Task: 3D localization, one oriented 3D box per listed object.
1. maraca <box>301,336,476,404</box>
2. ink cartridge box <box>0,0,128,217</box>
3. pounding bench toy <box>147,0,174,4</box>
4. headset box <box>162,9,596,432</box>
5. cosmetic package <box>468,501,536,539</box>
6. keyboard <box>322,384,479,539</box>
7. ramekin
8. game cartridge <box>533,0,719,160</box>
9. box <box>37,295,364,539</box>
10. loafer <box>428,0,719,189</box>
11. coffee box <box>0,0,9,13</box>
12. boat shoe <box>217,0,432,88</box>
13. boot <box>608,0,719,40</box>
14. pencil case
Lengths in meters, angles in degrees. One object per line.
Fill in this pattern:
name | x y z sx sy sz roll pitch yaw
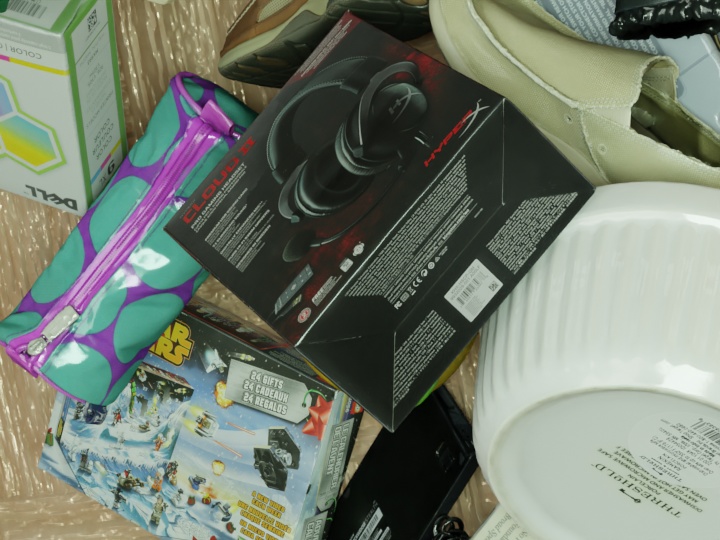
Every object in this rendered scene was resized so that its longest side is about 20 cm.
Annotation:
maraca | 0.000 0.000 1.292 0.200 0.106 0.138 33 118 58
ink cartridge box | -0.195 -0.095 1.376 0.103 0.059 0.201 18 141 16
pounding bench toy | -0.173 -0.237 1.357 0.155 0.124 0.202 -12 93 39
headset box | 0.000 -0.032 1.146 0.149 0.077 0.200 -49 32 -1
cosmetic package | 0.138 0.196 1.211 0.200 0.071 0.105 41 128 10
keyboard | 0.023 0.161 1.357 0.201 0.039 0.104 -61 40 31
ramekin | 0.145 0.063 1.121 0.199 0.106 0.201 11 141 9
game cartridge | 0.113 -0.130 1.216 0.133 0.040 0.201 -34 78 34
box | -0.097 0.094 1.414 0.199 0.040 0.138 26 108 31
loafer | 0.118 -0.085 1.157 0.200 0.076 0.068 44 122 11
coffee box | -0.192 -0.229 1.193 0.200 0.044 0.124 127 134 -62
boat shoe | -0.012 -0.150 1.276 0.200 0.075 0.074 -20 64 57
boot | 0.132 -0.192 1.134 0.197 0.073 0.164 -6 87 17
pencil case | -0.124 -0.015 1.355 0.085 0.092 0.200 39 103 11
